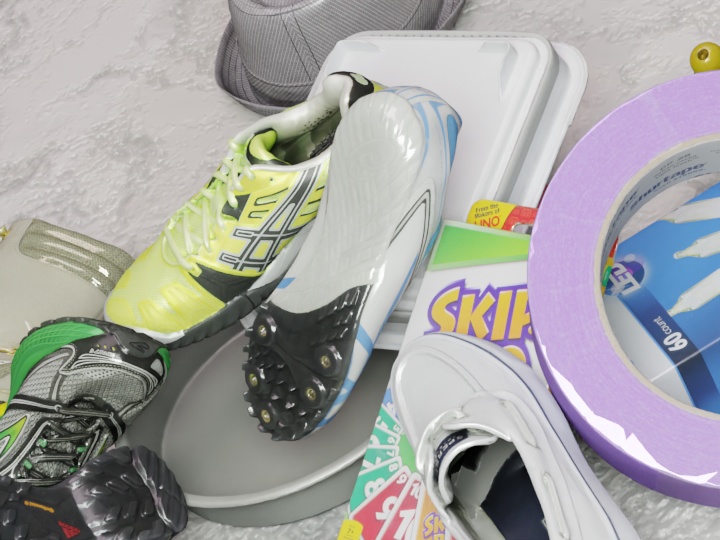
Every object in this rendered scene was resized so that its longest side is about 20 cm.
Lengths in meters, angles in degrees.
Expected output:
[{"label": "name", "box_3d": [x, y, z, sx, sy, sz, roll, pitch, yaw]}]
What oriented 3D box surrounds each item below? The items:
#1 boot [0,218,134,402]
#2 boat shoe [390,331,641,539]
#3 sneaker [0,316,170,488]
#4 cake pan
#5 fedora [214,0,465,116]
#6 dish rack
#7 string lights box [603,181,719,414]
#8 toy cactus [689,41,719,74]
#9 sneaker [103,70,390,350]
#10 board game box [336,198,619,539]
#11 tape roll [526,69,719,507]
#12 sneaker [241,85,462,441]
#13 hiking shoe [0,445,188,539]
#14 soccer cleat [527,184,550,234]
[{"label": "boot", "box_3d": [-0.240, 0.040, 1.623, 0.200, 0.072, 0.155, 3, 47, 28]}, {"label": "boat shoe", "box_3d": [0.061, 0.089, 1.289, 0.074, 0.065, 0.200, -58, 43, 13]}, {"label": "sneaker", "box_3d": [-0.163, 0.097, 1.466, 0.200, 0.078, 0.085, -48, 30, 39]}, {"label": "cake pan", "box_3d": [-0.037, 0.062, 1.494, 0.200, 0.037, 0.200, -17, 38, 14]}, {"label": "fedora", "box_3d": [-0.023, -0.186, 1.731, 0.177, 0.090, 0.200, -7, 42, 26]}, {"label": "dish rack", "box_3d": [0.019, -0.054, 1.495, 0.172, 0.044, 0.200, 5, 61, 35]}, {"label": "string lights box", "box_3d": [0.202, 0.005, 1.390, 0.200, 0.059, 0.103, -32, 39, -3]}, {"label": "toy cactus", "box_3d": [0.245, -0.115, 1.499, 0.200, 0.102, 0.165, -34, 18, -3]}, {"label": "sneaker", "box_3d": [-0.060, -0.037, 1.452, 0.200, 0.076, 0.075, -39, 47, 5]}, {"label": "board game box", "box_3d": [0.059, 0.061, 1.373, 0.095, 0.030, 0.200, 12, 77, 38]}, {"label": "tape roll", "box_3d": [0.179, 0.009, 1.304, 0.200, 0.066, 0.200, -1, 77, 4]}, {"label": "sneaker", "box_3d": [0.000, 0.000, 1.405, 0.072, 0.072, 0.200, 35, 112, 32]}, {"label": "hiking shoe", "box_3d": [-0.184, 0.149, 1.387, 0.101, 0.200, 0.076, -50, 57, 41]}, {"label": "soccer cleat", "box_3d": [0.045, -0.061, 1.566, 0.073, 0.068, 0.200, -31, 40, -10]}]
